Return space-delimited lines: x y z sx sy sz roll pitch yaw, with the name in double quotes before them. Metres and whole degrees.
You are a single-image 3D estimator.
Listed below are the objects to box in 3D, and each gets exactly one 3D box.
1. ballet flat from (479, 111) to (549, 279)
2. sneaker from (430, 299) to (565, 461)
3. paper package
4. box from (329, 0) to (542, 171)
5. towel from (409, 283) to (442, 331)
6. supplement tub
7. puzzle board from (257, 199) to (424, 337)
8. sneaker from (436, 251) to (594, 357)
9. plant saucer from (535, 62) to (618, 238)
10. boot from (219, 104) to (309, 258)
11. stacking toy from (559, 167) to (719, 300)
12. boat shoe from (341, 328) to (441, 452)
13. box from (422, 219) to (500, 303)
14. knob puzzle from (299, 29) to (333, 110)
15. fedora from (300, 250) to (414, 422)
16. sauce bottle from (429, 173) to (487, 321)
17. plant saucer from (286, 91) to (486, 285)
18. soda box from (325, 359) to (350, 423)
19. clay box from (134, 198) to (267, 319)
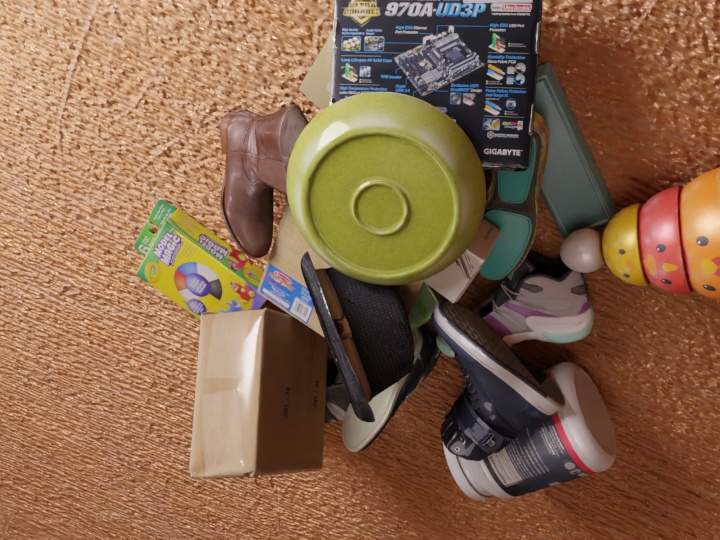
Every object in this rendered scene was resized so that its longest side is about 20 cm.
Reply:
"ballet flat" 0.169 -0.081 0.715 0.069 0.071 0.203 9 129 10
"sneaker" 0.124 0.140 0.772 0.202 0.077 0.146 41 115 -15
"paper package" -0.127 0.165 0.859 0.101 0.205 0.190 -6 164 23
"box" 0.069 -0.181 0.621 0.195 0.046 0.163 4 95 9
"towel" 0.000 0.000 0.813 0.148 0.031 0.202 -36 88 30
"supplement tub" 0.224 0.220 0.871 0.198 0.141 0.141 -29 112 31
"puzzle board" -0.027 0.014 0.805 0.198 0.017 0.153 31 117 15
"sneaker" 0.179 0.027 0.796 0.196 0.078 0.142 -14 116 6
"plant saucer" 0.218 -0.123 0.719 0.069 0.019 0.202 -21 116 28
"boot" -0.095 -0.087 0.724 0.199 0.063 0.190 20 124 54
"stacking toy" 0.314 -0.026 0.696 0.197 0.147 0.148 -9 121 34
"boat shoe" 0.044 0.171 0.902 0.067 0.072 0.202 22 104 -43
"box" 0.048 -0.061 0.704 0.198 0.082 0.069 35 126 5
"knob puzzle" 0.054 -0.216 0.692 0.215 0.031 0.224 9 120 15
"fedora" 0.004 0.062 0.730 0.090 0.201 0.204 -20 120 -7
"sauce bottle" 0.107 -0.028 0.785 0.063 0.065 0.203 11 125 9
"plant saucer" 0.020 -0.065 0.619 0.195 0.031 0.204 5 123 8
"soda box" -0.084 0.193 0.992 0.197 0.064 0.072 -16 118 26
"clay box" -0.228 0.002 0.914 0.198 0.048 0.115 36 125 -10
